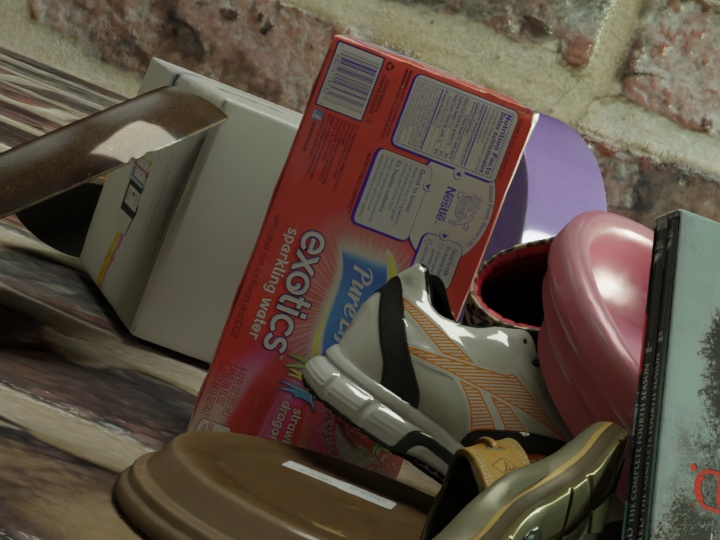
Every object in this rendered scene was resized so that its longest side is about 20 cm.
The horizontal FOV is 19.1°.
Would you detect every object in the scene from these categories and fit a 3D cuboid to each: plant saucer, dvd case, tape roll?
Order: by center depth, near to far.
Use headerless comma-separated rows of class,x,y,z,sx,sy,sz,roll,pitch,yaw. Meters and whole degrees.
dvd case,0.162,0.092,0.798,0.145,0.201,0.022,19,-21,-25
plant saucer,-0.001,0.108,0.854,0.199,0.030,0.200,20,5,-2
plant saucer,0.145,0.064,0.903,0.200,0.051,0.201,37,23,-19
plant saucer,-0.165,-0.053,1.117,0.199,0.032,0.200,-22,5,2
tape roll,0.082,-0.029,1.580,0.085,0.201,0.200,16,7,-38

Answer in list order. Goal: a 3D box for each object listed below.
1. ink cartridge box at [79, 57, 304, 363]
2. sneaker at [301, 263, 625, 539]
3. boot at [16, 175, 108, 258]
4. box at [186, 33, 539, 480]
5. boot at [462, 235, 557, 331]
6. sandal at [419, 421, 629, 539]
ink cartridge box,-0.067,-0.027,1.289,0.146,0.145,0.200,20,6,-19
sneaker,0.072,0.070,0.902,0.199,0.080,0.074,35,-3,14
boot,-0.159,-0.053,1.431,0.199,0.073,0.076,13,54,-51
box,0.000,0.000,0.996,0.102,0.201,0.095,20,6,-1
boot,0.137,0.043,1.179,0.198,0.074,0.151,-1,-32,-6
sandal,0.041,0.093,0.746,0.054,0.081,0.200,29,25,23
